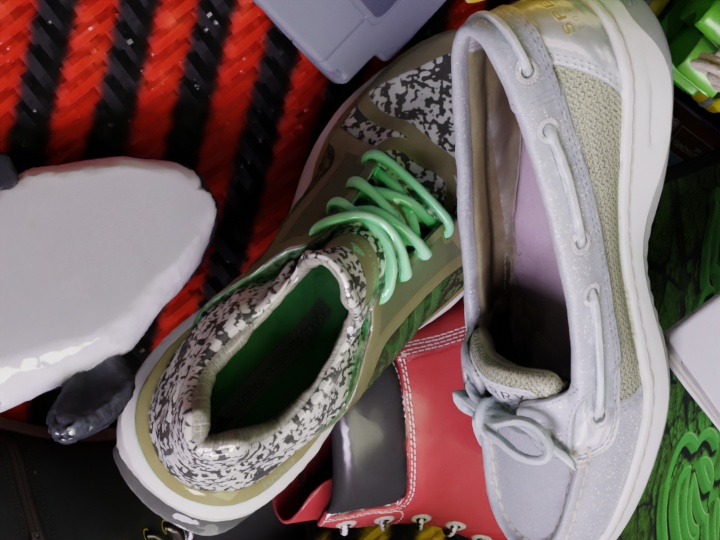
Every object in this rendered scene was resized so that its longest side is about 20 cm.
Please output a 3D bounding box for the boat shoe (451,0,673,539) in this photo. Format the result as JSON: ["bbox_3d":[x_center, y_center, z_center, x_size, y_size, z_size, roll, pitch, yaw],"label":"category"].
[{"bbox_3d":[0.056,0.007,0.735,0.065,0.074,0.202,-16,123,-32],"label":"boat shoe"}]

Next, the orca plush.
[{"bbox_3d":[-0.134,0.034,0.746,0.200,0.105,0.071,-50,178,-27],"label":"orca plush"}]

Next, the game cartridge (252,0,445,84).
[{"bbox_3d":[0.004,-0.138,0.699,0.133,0.041,0.200,-43,159,3],"label":"game cartridge"}]

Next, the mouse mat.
[{"bbox_3d":[0.130,0.052,0.854,0.161,0.008,0.200,-21,118,-52],"label":"mouse mat"}]

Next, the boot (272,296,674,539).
[{"bbox_3d":[0.041,0.094,0.859,0.144,0.072,0.200,-22,125,-13],"label":"boot"}]

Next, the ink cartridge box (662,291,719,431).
[{"bbox_3d":[0.219,0.005,0.777,0.200,0.083,0.145,-38,160,15],"label":"ink cartridge box"}]

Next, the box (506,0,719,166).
[{"bbox_3d":[0.090,-0.007,0.887,0.200,0.039,0.137,30,102,-42],"label":"box"}]

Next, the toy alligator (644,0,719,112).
[{"bbox_3d":[0.122,-0.087,0.766,0.059,0.200,0.054,37,96,-7],"label":"toy alligator"}]

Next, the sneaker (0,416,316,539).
[{"bbox_3d":[-0.085,0.108,0.804,0.200,0.106,0.075,10,113,-37],"label":"sneaker"}]

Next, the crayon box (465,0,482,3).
[{"bbox_3d":[0.145,-0.146,0.701,0.200,0.172,0.058,-22,97,-50],"label":"crayon box"}]

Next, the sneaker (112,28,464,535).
[{"bbox_3d":[0.000,0.000,0.745,0.077,0.089,0.200,37,77,-5],"label":"sneaker"}]
